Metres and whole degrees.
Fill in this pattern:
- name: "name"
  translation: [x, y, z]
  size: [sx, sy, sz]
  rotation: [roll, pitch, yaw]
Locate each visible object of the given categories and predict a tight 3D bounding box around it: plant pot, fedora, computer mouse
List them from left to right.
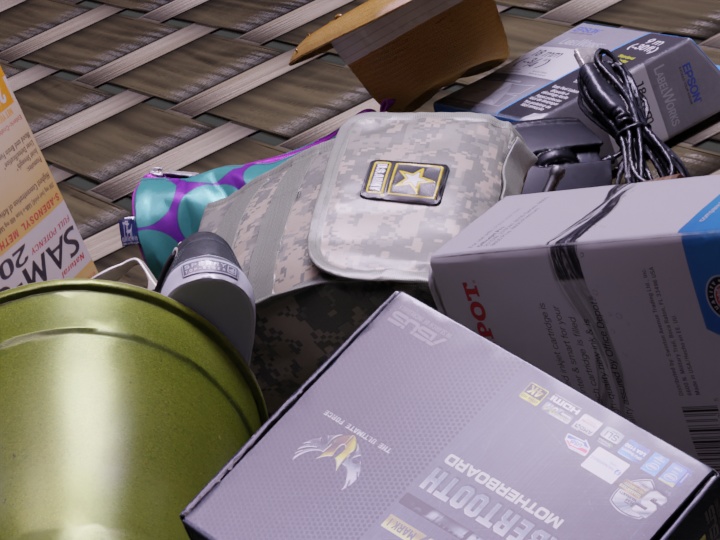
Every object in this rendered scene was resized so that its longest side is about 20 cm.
- name: "plant pot"
  translation: [-0.137, 0.139, 1.417]
  size: [0.200, 0.201, 0.193]
  rotation: [-19, 31, 5]
- name: "fedora"
  translation: [0.045, -0.160, 1.996]
  size: [0.200, 0.082, 0.201]
  rotation: [-28, 3, 1]
- name: "computer mouse"
  translation: [0.097, -0.061, 1.834]
  size: [0.199, 0.053, 0.139]
  rotation: [-26, 54, 3]

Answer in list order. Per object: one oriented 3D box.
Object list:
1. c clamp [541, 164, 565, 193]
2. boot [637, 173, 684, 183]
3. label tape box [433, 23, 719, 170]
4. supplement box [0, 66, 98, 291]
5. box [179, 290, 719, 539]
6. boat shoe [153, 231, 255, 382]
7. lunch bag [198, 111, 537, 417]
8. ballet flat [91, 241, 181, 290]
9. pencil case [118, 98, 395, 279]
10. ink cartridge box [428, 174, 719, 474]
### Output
- name: "c clamp"
  translation: [0.033, 0.018, 1.687]
  size: [0.200, 0.027, 0.171]
  rotation: [3, 65, 60]
- name: "boot"
  translation: [0.109, 0.019, 1.642]
  size: [0.155, 0.077, 0.200]
  rotation: [-21, 27, 21]
- name: "label tape box"
  translation: [0.171, -0.124, 1.989]
  size: [0.199, 0.064, 0.144]
  rotation: [-28, 20, -20]
- name: "supplement box"
  translation: [-0.257, -0.022, 1.944]
  size: [0.073, 0.201, 0.126]
  rotation: [-13, 20, 32]
- name: "box"
  translation: [0.042, 0.113, 1.301]
  size: [0.200, 0.051, 0.158]
  rotation: [30, 66, 35]
- name: "boat shoe"
  translation: [-0.091, 0.073, 1.529]
  size: [0.068, 0.201, 0.057]
  rotation: [8, 30, -11]
- name: "lunch bag"
  translation: [0.000, 0.000, 1.596]
  size: [0.199, 0.118, 0.164]
  rotation: [-27, 27, 27]
- name: "ballet flat"
  translation: [-0.125, 0.019, 1.878]
  size: [0.199, 0.073, 0.073]
  rotation: [-18, 18, 12]
- name: "pencil case"
  translation: [-0.059, -0.046, 1.971]
  size: [0.199, 0.093, 0.085]
  rotation: [-15, 2, 11]
- name: "ink cartridge box"
  translation: [0.150, 0.034, 1.434]
  size: [0.199, 0.145, 0.084]
  rotation: [-4, 23, 40]
